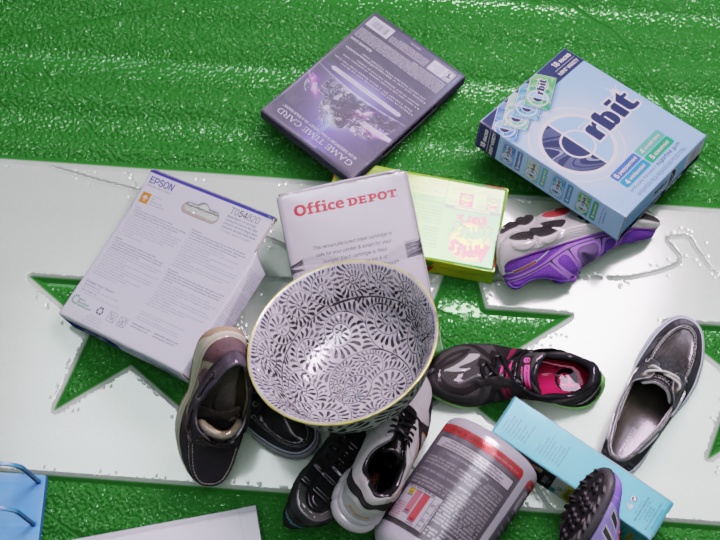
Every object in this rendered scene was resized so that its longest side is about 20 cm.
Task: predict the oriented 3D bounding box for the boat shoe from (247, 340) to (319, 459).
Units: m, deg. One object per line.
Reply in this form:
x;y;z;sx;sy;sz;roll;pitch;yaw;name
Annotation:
-0.121;0.125;1.682;0.069;0.057;0.200;-41;76;-12;boat shoe

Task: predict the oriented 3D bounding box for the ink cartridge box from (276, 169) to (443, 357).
0.000;0.000;1.668;0.145;0.084;0.201;-11;94;2;ink cartridge box

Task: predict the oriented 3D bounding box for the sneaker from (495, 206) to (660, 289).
0.242;-0.029;1.732;0.199;0.084;0.081;-14;28;-15;sneaker

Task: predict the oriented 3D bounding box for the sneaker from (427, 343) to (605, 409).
0.168;0.109;1.672;0.199;0.084;0.077;-1;72;0;sneaker

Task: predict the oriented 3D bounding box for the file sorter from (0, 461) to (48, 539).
-0.414;0.299;1.594;0.138;0.123;0.201;3;72;1;file sorter

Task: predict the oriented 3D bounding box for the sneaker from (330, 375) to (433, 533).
0.037;0.178;1.595;0.073;0.080;0.201;29;53;-8;sneaker

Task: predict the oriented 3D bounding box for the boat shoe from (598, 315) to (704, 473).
0.324;0.134;1.670;0.072;0.071;0.201;25;74;8;boat shoe

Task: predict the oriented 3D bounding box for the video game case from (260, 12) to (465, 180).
0.004;-0.201;1.777;0.143;0.019;0.200;38;66;19;video game case

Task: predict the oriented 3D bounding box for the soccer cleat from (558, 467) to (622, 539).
0.239;0.292;1.585;0.073;0.068;0.201;13;111;-11;soccer cleat

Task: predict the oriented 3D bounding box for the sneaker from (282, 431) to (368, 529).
-0.019;0.202;1.650;0.075;0.079;0.200;45;55;4;sneaker

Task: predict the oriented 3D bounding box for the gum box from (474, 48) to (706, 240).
0.259;-0.146;1.731;0.200;0.045;0.170;36;56;21;gum box

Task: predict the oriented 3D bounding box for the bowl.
-0.007;0.096;1.570;0.200;0.094;0.201;-10;50;12;bowl

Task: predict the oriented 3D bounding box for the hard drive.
-0.198;0.334;1.633;0.199;0.026;0.133;-10;73;-4;hard drive

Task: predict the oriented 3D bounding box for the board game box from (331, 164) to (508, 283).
0.061;-0.056;1.744;0.199;0.048;0.102;10;73;4;board game box

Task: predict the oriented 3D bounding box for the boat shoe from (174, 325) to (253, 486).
-0.151;0.154;1.608;0.072;0.201;0.065;3;33;-18;boat shoe

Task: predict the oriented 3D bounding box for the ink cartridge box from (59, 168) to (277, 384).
-0.205;0.004;1.689;0.199;0.041;0.201;23;75;34;ink cartridge box

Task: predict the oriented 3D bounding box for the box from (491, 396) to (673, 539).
0.231;0.217;1.638;0.200;0.082;0.049;33;75;10;box

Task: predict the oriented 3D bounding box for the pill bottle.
0.086;0.264;1.606;0.116;0.116;0.200;34;75;10;pill bottle
